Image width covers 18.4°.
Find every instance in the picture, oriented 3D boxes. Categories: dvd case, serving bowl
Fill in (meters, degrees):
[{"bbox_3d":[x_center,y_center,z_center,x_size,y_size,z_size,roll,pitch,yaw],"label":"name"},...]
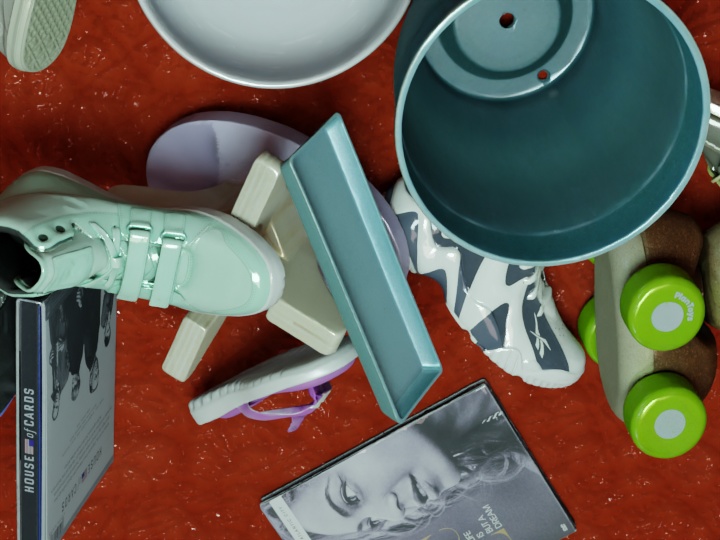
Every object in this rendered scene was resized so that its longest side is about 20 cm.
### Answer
[{"bbox_3d":[0.044,0.187,1.697,0.199,0.016,0.149,-29,113,11],"label":"dvd case"},{"bbox_3d":[-0.058,-0.220,1.463,0.198,0.066,0.202,0,92,-5],"label":"serving bowl"},{"bbox_3d":[-0.206,0.081,1.568,0.024,0.150,0.202,9,115,10],"label":"dvd case"}]

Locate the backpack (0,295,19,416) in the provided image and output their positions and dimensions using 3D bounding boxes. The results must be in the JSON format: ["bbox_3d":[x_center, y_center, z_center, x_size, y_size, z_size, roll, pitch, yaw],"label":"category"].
[{"bbox_3d":[-0.326,0.034,1.529,0.189,0.200,0.155,-7,107,11],"label":"backpack"}]

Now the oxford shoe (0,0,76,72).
[{"bbox_3d":[-0.211,-0.232,1.473,0.057,0.075,0.201,29,114,25],"label":"oxford shoe"}]

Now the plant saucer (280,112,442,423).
[{"bbox_3d":[0.000,0.000,1.467,0.019,0.070,0.201,-7,116,34],"label":"plant saucer"}]

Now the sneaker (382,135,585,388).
[{"bbox_3d":[0.119,-0.015,1.570,0.129,0.080,0.199,-40,100,24],"label":"sneaker"}]

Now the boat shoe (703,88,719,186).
[{"bbox_3d":[0.281,-0.075,1.552,0.200,0.072,0.061,24,107,-16],"label":"boat shoe"}]

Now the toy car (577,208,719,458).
[{"bbox_3d":[0.265,0.024,1.553,0.198,0.165,0.159,-8,115,-5],"label":"toy car"}]

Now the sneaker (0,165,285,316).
[{"bbox_3d":[-0.155,0.001,1.418,0.199,0.118,0.074,17,118,12],"label":"sneaker"}]

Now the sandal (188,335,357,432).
[{"bbox_3d":[-0.052,0.087,1.569,0.082,0.202,0.050,-29,94,-29],"label":"sandal"}]

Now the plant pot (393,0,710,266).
[{"bbox_3d":[0.111,-0.136,1.451,0.198,0.188,0.202,-3,119,-5],"label":"plant pot"}]

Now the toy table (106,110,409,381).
[{"bbox_3d":[-0.073,-0.020,1.514,0.198,0.117,0.185,20,120,11],"label":"toy table"}]
